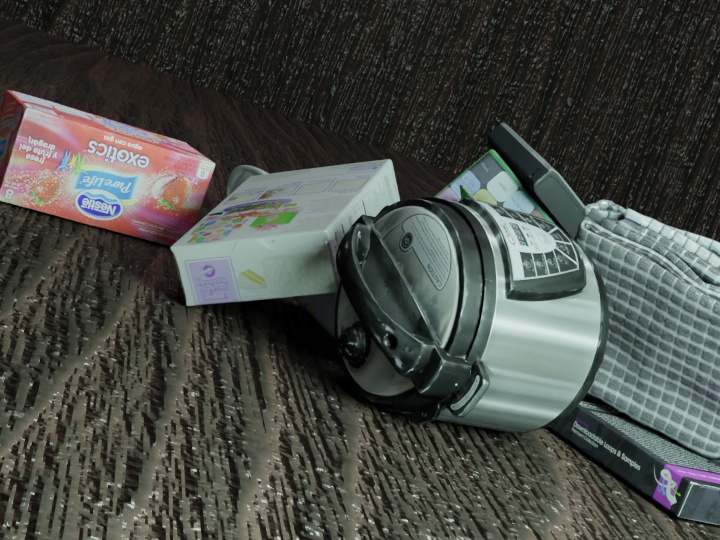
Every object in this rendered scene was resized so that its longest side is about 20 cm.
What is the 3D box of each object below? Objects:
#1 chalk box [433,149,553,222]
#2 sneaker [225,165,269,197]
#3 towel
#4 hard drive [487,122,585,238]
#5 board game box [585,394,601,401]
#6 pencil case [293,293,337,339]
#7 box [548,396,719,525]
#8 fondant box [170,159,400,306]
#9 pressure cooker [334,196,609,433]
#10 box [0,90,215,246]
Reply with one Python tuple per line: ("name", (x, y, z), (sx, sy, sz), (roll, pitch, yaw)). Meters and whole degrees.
("chalk box", (0.139, -0.031, 1.614), (0.125, 0.124, 0.200), (53, 6, 24))
("sneaker", (-0.071, -0.057, 1.753), (0.099, 0.071, 0.200), (12, 18, -47))
("towel", (0.252, 0.049, 1.268), (0.200, 0.166, 0.086), (28, 46, 26))
("hard drive", (0.207, -0.077, 1.636), (0.140, 0.033, 0.200), (48, 5, -21))
("board game box", (0.243, 0.098, 1.441), (0.200, 0.019, 0.103), (23, 32, -39))
("pencil case", (-0.007, 0.016, 1.379), (0.083, 0.091, 0.200), (43, -2, -23))
("box", (0.260, 0.160, 1.290), (0.143, 0.036, 0.200), (15, 12, -32))
("fondant box", (-0.060, -0.036, 1.347), (0.144, 0.058, 0.200), (-6, 18, 20))
("pressure cooker", (0.074, 0.036, 1.203), (0.200, 0.179, 0.176), (13, -9, -35))
("box", (-0.260, -0.099, 1.507), (0.199, 0.095, 0.103), (15, 10, -28))
